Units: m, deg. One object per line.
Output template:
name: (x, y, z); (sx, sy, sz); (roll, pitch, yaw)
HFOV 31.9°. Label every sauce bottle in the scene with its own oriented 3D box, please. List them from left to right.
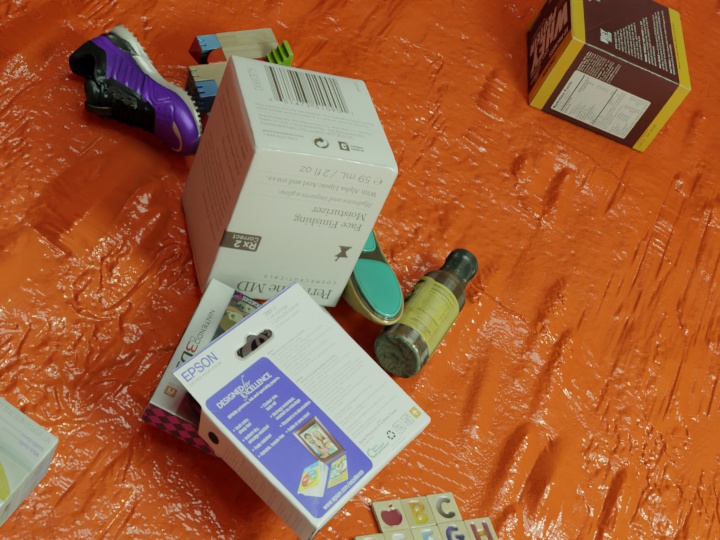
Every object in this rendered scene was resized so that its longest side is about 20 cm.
sauce bottle: (0.082, 0.043, 1.446); (0.064, 0.065, 0.200); (36, 41, 4)

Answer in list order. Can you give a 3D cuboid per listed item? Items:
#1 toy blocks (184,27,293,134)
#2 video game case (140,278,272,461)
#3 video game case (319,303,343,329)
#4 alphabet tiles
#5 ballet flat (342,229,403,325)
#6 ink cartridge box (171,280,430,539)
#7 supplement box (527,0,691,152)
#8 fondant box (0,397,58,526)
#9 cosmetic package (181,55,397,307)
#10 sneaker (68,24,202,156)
toy blocks: (-0.152, -0.220, 1.539); (0.135, 0.100, 0.202); (-10, 57, -22)
video game case: (-0.096, 0.119, 1.259); (0.198, 0.036, 0.182); (28, 44, -6)
video game case: (-0.052, 0.139, 1.311); (0.182, 0.023, 0.199); (47, 44, 15)
alphabet tiles: (0.085, 0.313, 1.242); (0.164, 0.006, 0.202); (-1, 52, -30)
ballet flat: (0.000, 0.000, 1.433); (0.068, 0.063, 0.202); (9, 42, -27)
ink cartridge box: (-0.058, 0.130, 1.213); (0.200, 0.044, 0.198); (45, 45, 9)
supplement box: (0.367, -0.321, 1.887); (0.198, 0.133, 0.199); (20, 44, -13)
fondant box: (-0.372, 0.180, 1.062); (0.143, 0.058, 0.200); (34, 44, 2)
cosmetic package: (-0.083, -0.093, 1.360); (0.163, 0.201, 0.166); (6, 40, -24)
sneaker: (-0.269, -0.195, 1.462); (0.099, 0.070, 0.200); (-27, 64, -35)
